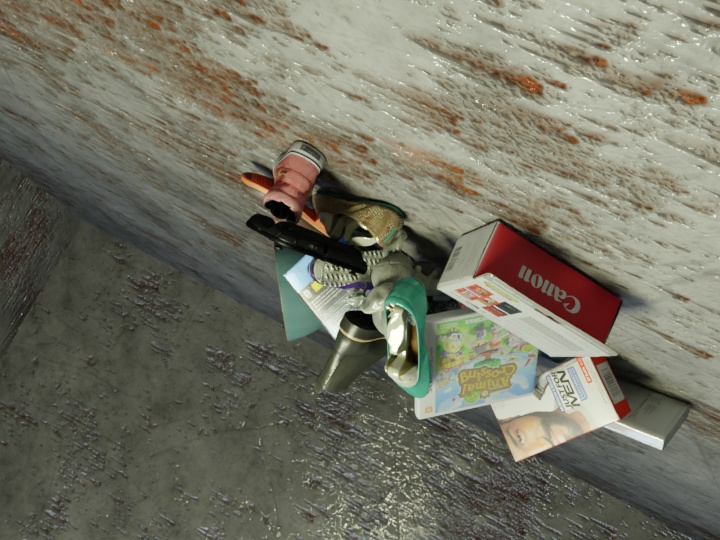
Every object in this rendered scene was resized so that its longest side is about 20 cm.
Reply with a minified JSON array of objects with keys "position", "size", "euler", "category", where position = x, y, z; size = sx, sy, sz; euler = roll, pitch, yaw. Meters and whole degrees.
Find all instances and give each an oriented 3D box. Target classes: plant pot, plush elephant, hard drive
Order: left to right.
[{"position":[-0.101,0.033,1.492],"size":[0.131,0.206,0.200],"euler":[-9,169,-5],"category":"plant pot"},{"position":[0.071,0.032,1.095],"size":[0.195,0.168,0.156],"euler":[14,153,3],"category":"plush elephant"},{"position":[0.427,0.222,1.199],"size":[0.197,0.027,0.131],"euler":[19,-151,37],"category":"hard drive"}]

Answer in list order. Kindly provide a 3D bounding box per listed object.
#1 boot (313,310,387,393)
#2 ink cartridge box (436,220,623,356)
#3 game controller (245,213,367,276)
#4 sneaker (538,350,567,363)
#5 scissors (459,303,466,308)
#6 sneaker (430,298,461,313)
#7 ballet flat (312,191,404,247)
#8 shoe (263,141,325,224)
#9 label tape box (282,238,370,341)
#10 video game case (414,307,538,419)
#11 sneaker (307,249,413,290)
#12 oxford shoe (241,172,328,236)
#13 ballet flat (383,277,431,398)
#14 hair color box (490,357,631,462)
[{"position":[0.012,0.143,1.225],"size":[0.197,0.141,0.077],"euler":[12,-157,-45],"category":"boot"},{"position":[0.222,0.028,0.921],"size":[0.197,0.085,0.175],"euler":[30,168,-10],"category":"ink cartridge box"},{"position":[-0.074,-0.035,1.044],"size":[0.103,0.043,0.198],"euler":[16,177,40],"category":"game controller"},{"position":[0.246,0.133,1.180],"size":[0.197,0.133,0.079],"euler":[30,166,-12],"category":"sneaker"},{"position":[0.231,0.115,1.299],"size":[0.199,0.014,0.073],"euler":[43,155,-21],"category":"scissors"},{"position":[0.131,0.056,1.263],"size":[0.200,0.087,0.078],"euler":[-113,-2,-72],"category":"sneaker"},{"position":[-0.019,-0.075,1.090],"size":[0.198,0.066,0.070],"euler":[14,162,49],"category":"ballet flat"},{"position":[-0.108,-0.117,1.058],"size":[0.070,0.093,0.200],"euler":[29,168,-10],"category":"shoe"},{"position":[-0.023,0.036,1.312],"size":[0.201,0.143,0.063],"euler":[51,-169,-3],"category":"label tape box"},{"position":[0.177,0.133,1.087],"size":[0.022,0.194,0.186],"euler":[-115,18,-55],"category":"video game case"},{"position":[0.000,-0.001,1.232],"size":[0.195,0.072,0.099],"euler":[7,176,-23],"category":"sneaker"},{"position":[-0.121,-0.089,1.193],"size":[0.198,0.073,0.072],"euler":[33,-161,-17],"category":"oxford shoe"},{"position":[0.058,0.108,1.004],"size":[0.066,0.070,0.205],"euler":[17,126,32],"category":"ballet flat"},{"position":[0.318,0.219,1.165],"size":[0.199,0.113,0.063],"euler":[-36,160,36],"category":"hair color box"}]
